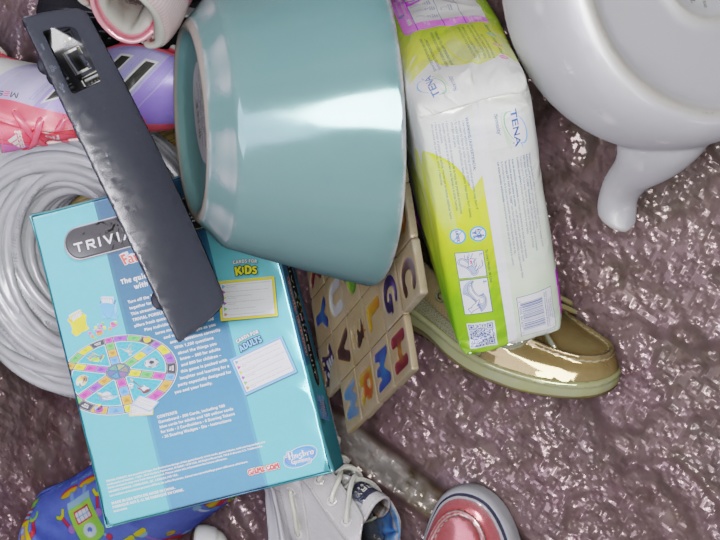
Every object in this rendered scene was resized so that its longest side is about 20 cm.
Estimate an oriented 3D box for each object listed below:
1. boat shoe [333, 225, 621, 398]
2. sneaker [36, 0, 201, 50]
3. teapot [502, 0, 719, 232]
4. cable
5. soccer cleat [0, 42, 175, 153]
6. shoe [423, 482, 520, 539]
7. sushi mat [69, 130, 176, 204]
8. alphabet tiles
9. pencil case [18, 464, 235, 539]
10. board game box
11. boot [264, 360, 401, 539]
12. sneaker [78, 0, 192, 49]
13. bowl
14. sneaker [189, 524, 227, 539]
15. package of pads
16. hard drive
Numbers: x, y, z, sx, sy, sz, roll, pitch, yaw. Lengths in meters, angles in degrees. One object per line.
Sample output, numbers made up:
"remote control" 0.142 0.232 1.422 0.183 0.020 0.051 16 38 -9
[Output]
"boat shoe" 0.073 0.016 1.345 0.200 0.073 0.064 28 119 27
"sneaker" -0.110 -0.166 1.393 0.198 0.083 0.072 17 143 -1
"teapot" 0.151 -0.160 1.217 0.197 0.201 0.146 39 162 -19
"cable" -0.181 -0.013 1.458 0.199 0.069 0.202 -16 97 30
"soccer cleat" -0.187 -0.101 1.369 0.198 0.077 0.067 4 140 16
"shoe" 0.053 0.243 1.400 0.071 0.091 0.202 13 109 24
"sushi mat" -0.172 -0.080 1.480 0.199 0.012 0.096 -20 95 31
"alphabet tiles" 0.000 0.000 1.313 0.200 0.006 0.168 130 135 -64
"pencil case" -0.151 0.150 1.486 0.200 0.078 0.087 -38 81 32
"board game box" -0.108 0.044 1.364 0.149 0.047 0.202 -14 89 8
"boot" -0.017 0.131 1.411 0.095 0.073 0.202 8 116 43
"sneaker" -0.128 -0.181 1.265 0.075 0.200 0.105 29 85 -9
"bowl" -0.048 -0.087 1.250 0.104 0.201 0.203 -5 104 -13
"sneaker" -0.080 0.273 1.505 0.084 0.073 0.202 -4 93 -7
"package of pads" 0.061 -0.068 1.241 0.067 0.200 0.156 -12 116 -2
"hard drive" -0.134 -0.057 1.276 0.042 0.135 0.201 -26 91 -4
